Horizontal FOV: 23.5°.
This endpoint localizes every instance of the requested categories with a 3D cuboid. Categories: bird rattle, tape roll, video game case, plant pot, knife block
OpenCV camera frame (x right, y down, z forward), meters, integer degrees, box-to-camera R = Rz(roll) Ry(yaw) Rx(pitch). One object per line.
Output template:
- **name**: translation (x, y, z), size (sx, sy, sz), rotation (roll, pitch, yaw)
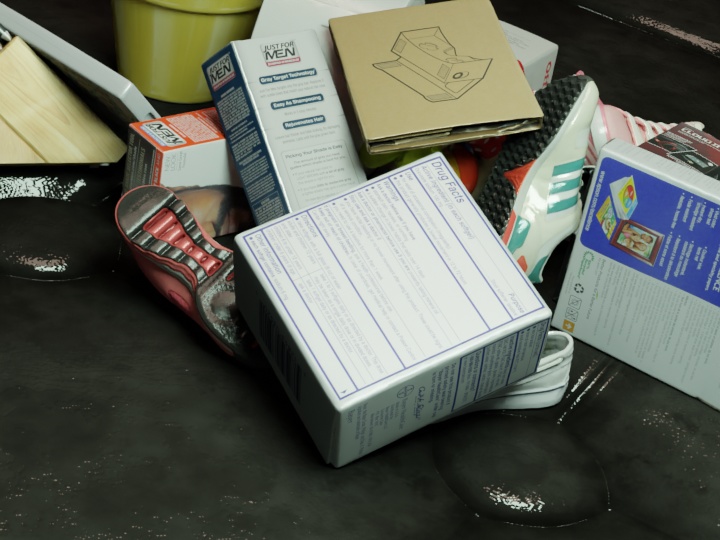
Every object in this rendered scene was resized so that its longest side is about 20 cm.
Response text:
- **bird rattle**: translation (0.087, -0.118, 1.666), size (0.200, 0.163, 0.113), rotation (-27, 57, -33)
- **tape roll**: translation (-0.028, -0.212, 1.793), size (0.139, 0.203, 0.203), rotation (18, 31, 8)
- **video game case**: translation (-0.261, -0.174, 1.701), size (0.200, 0.182, 0.024), rotation (32, 80, 28)
- **plant pot**: translation (-0.191, -0.292, 1.878), size (0.200, 0.189, 0.201), rotation (9, 30, -5)
- **knife block**: translation (-0.330, -0.187, 1.666), size (0.199, 0.176, 0.064), rotation (-2, 2, -22)

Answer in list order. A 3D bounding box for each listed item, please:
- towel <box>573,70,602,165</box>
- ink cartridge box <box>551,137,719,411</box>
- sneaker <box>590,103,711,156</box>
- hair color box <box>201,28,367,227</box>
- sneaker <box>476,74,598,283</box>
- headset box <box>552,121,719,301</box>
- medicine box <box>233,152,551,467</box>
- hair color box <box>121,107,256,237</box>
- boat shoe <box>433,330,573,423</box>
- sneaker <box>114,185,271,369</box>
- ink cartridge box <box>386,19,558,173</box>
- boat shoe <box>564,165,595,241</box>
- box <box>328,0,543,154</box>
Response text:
- **towel**: translation (0.229, -0.120, 1.831), size (0.147, 0.030, 0.200), rotation (57, 37, -5)
- **ink cartridge box**: translation (0.284, 0.007, 1.547), size (0.200, 0.198, 0.047), rotation (26, 34, 21)
- **sneaker**: translation (0.306, -0.130, 1.777), size (0.200, 0.104, 0.076), rotation (34, 41, -56)
- **hair color box**: translation (-0.063, -0.115, 1.594), size (0.100, 0.060, 0.201), rotation (-15, 84, -38)
- **sneaker**: translation (0.175, -0.080, 1.595), size (0.093, 0.200, 0.070), rotation (30, -4, -34)
- **headset box**: translation (0.285, -0.048, 1.684), size (0.075, 0.149, 0.200), rotation (31, 35, 26)
- **medicine box**: translation (0.024, 0.029, 1.410), size (0.199, 0.103, 0.182), rotation (-23, 61, -17)
- **hair color box**: translation (-0.129, -0.096, 1.653), size (0.200, 0.111, 0.064), rotation (-16, 40, -37)
- **boat shoe**: translation (0.091, 0.081, 1.483), size (0.199, 0.066, 0.074), rotation (-7, 36, -28)
- **sneaker**: translation (-0.134, 0.011, 1.516), size (0.074, 0.087, 0.200), rotation (-39, 76, -19)
- **ink cartridge box**: translation (0.119, -0.162, 1.814), size (0.084, 0.146, 0.200), rotation (25, 33, 23)
- **boat shoe**: translation (0.221, -0.069, 1.712), size (0.200, 0.071, 0.070), rotation (7, 66, -41)
- **box**: translation (0.067, -0.186, 1.614), size (0.163, 0.021, 0.200), rotation (-9, 42, -6)
